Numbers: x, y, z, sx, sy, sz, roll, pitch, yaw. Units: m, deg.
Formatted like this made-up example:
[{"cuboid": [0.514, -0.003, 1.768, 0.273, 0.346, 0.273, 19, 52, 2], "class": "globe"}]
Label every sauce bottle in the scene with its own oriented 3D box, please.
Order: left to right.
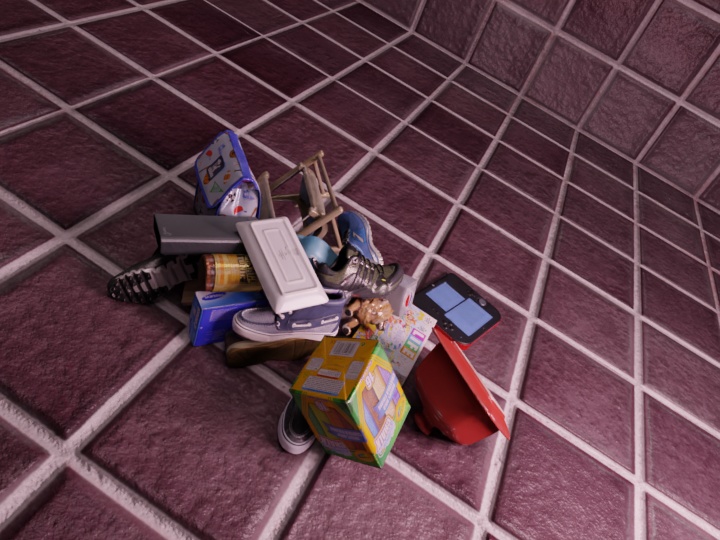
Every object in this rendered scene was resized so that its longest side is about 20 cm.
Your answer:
[{"cuboid": [-0.185, 0.003, 1.027, 0.194, 0.067, 0.067, -2, 46, -31], "class": "sauce bottle"}]

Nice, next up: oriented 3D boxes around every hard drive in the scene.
[{"cuboid": [-0.270, -0.065, 1.058, 0.193, 0.034, 0.140, -1, 23, -25], "class": "hard drive"}]

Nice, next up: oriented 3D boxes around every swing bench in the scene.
[{"cuboid": [-0.138, -0.118, 1.235, 0.193, 0.132, 0.203, -18, 48, -2], "class": "swing bench"}]

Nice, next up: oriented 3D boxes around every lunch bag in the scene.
[{"cuboid": [-0.274, -0.158, 1.199, 0.120, 0.203, 0.173, -1, 45, -30], "class": "lunch bag"}]

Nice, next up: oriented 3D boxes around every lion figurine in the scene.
[{"cuboid": [-0.039, 0.078, 1.151, 0.193, 0.075, 0.122, 11, 20, 23], "class": "lion figurine"}]

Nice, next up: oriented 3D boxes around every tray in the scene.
[{"cuboid": [-0.135, -0.021, 1.003, 0.104, 0.022, 0.203, -9, 55, -33], "class": "tray"}]

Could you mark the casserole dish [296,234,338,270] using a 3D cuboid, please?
[{"cuboid": [-0.090, 0.005, 1.156, 0.201, 0.117, 0.040, 51, 37, -44], "class": "casserole dish"}]

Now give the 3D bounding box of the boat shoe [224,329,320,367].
[{"cuboid": [-0.152, 0.123, 1.059, 0.194, 0.074, 0.066, -2, 50, -32], "class": "boat shoe"}]

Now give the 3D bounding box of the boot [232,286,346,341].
[{"cuboid": [-0.122, 0.067, 1.015, 0.193, 0.093, 0.074, 3, 35, -26], "class": "boot"}]

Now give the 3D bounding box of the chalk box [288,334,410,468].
[{"cuboid": [-0.006, 0.225, 0.946, 0.121, 0.204, 0.125, 0, 38, 36], "class": "chalk box"}]

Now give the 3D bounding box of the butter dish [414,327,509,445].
[{"cuboid": [0.162, 0.241, 1.068, 0.202, 0.146, 0.200, 57, 6, 35], "class": "butter dish"}]

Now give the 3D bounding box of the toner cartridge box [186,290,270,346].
[{"cuboid": [-0.210, 0.075, 1.062, 0.195, 0.097, 0.044, -7, 46, -37], "class": "toner cartridge box"}]

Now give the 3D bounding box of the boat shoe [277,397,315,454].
[{"cuboid": [-0.080, 0.218, 0.999, 0.070, 0.069, 0.201, 29, 38, 4], "class": "boat shoe"}]

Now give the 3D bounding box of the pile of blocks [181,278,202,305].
[{"cuboid": [-0.236, 0.026, 1.093, 0.195, 0.063, 0.083, -25, 55, -9], "class": "pile of blocks"}]

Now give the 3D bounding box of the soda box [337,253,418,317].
[{"cuboid": [0.019, 0.022, 1.232, 0.195, 0.071, 0.063, 24, 24, 23], "class": "soda box"}]

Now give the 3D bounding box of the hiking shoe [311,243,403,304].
[{"cuboid": [0.000, 0.000, 1.105, 0.194, 0.105, 0.075, -14, 20, -28], "class": "hiking shoe"}]

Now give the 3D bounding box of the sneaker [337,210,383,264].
[{"cuboid": [-0.017, -0.064, 1.349, 0.086, 0.080, 0.203, 2, 45, -32], "class": "sneaker"}]

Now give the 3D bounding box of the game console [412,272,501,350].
[{"cuboid": [0.224, 0.090, 1.359, 0.177, 0.032, 0.197, 45, 41, 20], "class": "game console"}]

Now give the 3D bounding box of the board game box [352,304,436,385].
[{"cuboid": [0.069, 0.133, 1.212, 0.132, 0.035, 0.201, 33, 38, 6], "class": "board game box"}]

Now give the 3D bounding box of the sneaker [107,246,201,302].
[{"cuboid": [-0.361, -0.006, 1.061, 0.194, 0.068, 0.091, -22, 39, -12], "class": "sneaker"}]
